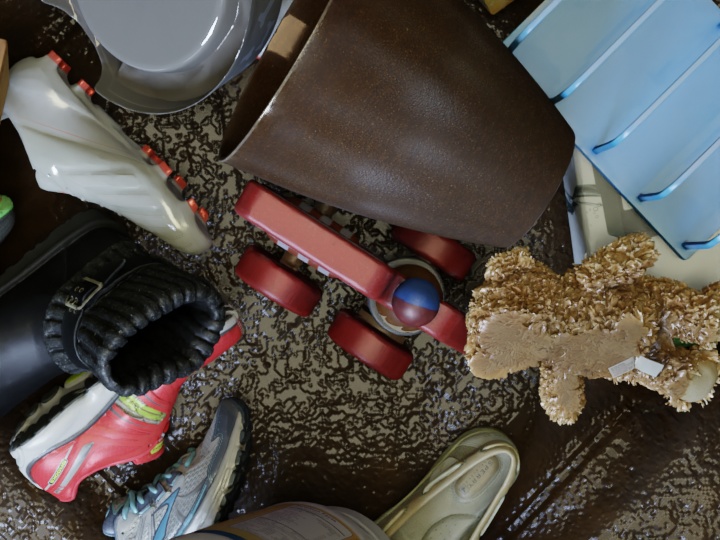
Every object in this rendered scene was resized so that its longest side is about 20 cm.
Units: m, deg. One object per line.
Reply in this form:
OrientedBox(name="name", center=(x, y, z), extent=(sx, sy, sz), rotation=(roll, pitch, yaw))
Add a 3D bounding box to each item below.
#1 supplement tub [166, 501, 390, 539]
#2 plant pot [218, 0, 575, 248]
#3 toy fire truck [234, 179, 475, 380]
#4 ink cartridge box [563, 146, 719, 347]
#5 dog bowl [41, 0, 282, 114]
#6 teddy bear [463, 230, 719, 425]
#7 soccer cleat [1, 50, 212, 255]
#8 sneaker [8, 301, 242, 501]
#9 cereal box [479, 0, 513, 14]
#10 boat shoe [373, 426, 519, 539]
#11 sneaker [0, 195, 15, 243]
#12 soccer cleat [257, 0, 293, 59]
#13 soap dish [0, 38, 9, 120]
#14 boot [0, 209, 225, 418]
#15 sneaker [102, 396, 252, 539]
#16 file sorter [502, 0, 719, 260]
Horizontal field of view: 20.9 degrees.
OrientedBox(name="supplement tub", center=(-0.063, 0.241, 1.360), extent=(0.143, 0.200, 0.146), rotation=(2, 94, 28))
OrientedBox(name="plant pot", center=(0.037, -0.105, 1.301), extent=(0.199, 0.187, 0.188), rotation=(30, 93, -11))
OrientedBox(name="toy fire truck", center=(0.000, 0.000, 1.380), extent=(0.199, 0.168, 0.113), rotation=(34, 93, -3))
OrientedBox(name="ink cartridge box", center=(0.225, -0.048, 1.424), extent=(0.145, 0.083, 0.202), rotation=(-9, 93, -1))
OrientedBox(name="dog bowl", center=(-0.138, -0.214, 1.374), extent=(0.199, 0.059, 0.202), rotation=(10, 108, 32))
OrientedBox(name="teddy bear", center=(0.167, 0.038, 1.353), extent=(0.198, 0.067, 0.146), rotation=(-6, 125, -1))
OrientedBox(name="soccer cleat", center=(-0.189, -0.072, 1.415), extent=(0.200, 0.069, 0.078), rotation=(44, 89, 12))
OrientedBox(name="sneaker", center=(-0.163, 0.096, 1.443), extent=(0.199, 0.077, 0.085), rotation=(-35, 113, 6))
OrientedBox(name="cereal box", center=(0.106, -0.295, 1.370), extent=(0.143, 0.040, 0.200), rotation=(-34, 133, 1))
OrientedBox(name="boat shoe", center=(0.048, 0.204, 1.448), extent=(0.073, 0.063, 0.201), rotation=(41, 92, -3))
OrientedBox(name="sneaker", center=(-0.313, 0.031, 1.434), extent=(0.084, 0.077, 0.201), rotation=(36, 84, -40))
OrientedBox(name="soccer cleat", center=(-0.002, -0.171, 1.410), extent=(0.198, 0.085, 0.069), rotation=(11, 94, -2))
OrientedBox(name="soap dish", center=(-0.349, -0.093, 1.378), extent=(0.198, 0.081, 0.159), rotation=(8, 79, 14))
OrientedBox(name="boot", center=(-0.207, 0.059, 1.371), extent=(0.211, 0.158, 0.080), rotation=(-47, 135, -7))
OrientedBox(name="sneaker", center=(-0.144, 0.180, 1.438), extent=(0.086, 0.078, 0.201), rotation=(24, 92, 3))
OrientedBox(name="file sorter", center=(0.209, -0.126, 1.318), extent=(0.139, 0.123, 0.200), rotation=(-44, 91, 0))
